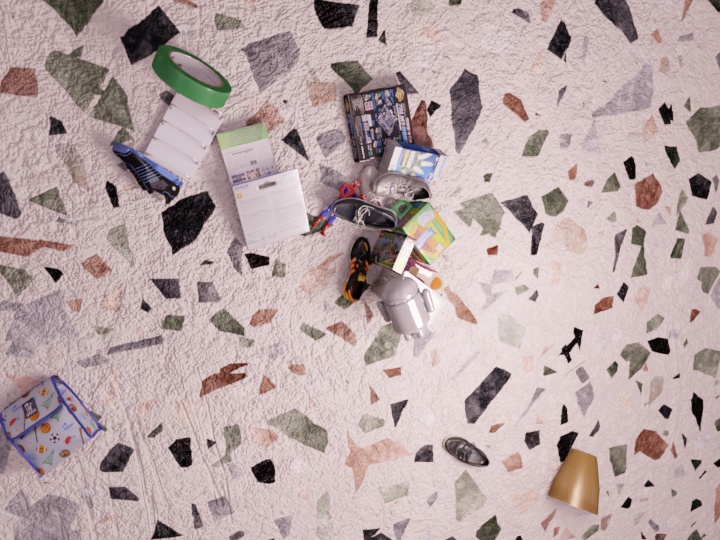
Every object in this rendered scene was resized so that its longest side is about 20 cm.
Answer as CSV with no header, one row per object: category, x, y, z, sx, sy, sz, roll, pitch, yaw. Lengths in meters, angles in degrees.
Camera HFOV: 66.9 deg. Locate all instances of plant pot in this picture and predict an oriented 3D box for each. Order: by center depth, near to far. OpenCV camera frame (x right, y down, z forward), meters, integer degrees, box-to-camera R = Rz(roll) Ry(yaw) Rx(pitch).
plant pot,0.837,0.799,2.091,0.184,0.186,0.203,25,77,-22

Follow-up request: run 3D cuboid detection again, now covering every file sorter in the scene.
file sorter,-0.464,-0.356,1.438,0.137,0.124,0.203,28,89,-21

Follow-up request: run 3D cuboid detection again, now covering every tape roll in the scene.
tape roll,-0.427,-0.493,1.389,0.198,0.202,0.048,27,117,-22

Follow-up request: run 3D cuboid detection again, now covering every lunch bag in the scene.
lunch bag,-0.820,0.403,1.437,0.169,0.124,0.202,-35,95,-11

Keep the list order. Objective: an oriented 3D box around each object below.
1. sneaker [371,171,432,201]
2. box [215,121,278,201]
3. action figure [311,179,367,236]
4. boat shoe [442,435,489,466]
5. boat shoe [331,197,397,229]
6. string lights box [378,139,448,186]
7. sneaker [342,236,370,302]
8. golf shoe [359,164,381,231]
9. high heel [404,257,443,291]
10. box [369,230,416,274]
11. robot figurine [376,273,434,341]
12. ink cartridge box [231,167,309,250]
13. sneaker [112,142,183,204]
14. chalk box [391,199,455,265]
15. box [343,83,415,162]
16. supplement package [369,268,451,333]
sneaker,0.129,-0.245,1.624,0.196,0.082,0.076,-5,126,-25
box,-0.314,-0.304,1.551,0.142,0.036,0.204,-18,106,-17
action figure,-0.056,-0.195,1.633,0.065,0.099,0.201,41,82,-22
boat shoe,0.383,0.653,1.946,0.198,0.066,0.075,36,86,-21
boat shoe,0.012,-0.158,1.591,0.196,0.062,0.076,16,115,-8
string lights box,0.162,-0.329,1.676,0.196,0.059,0.104,3,122,-29
sneaker,0.000,0.000,1.685,0.069,0.090,0.204,11,95,-21
golf shoe,0.040,-0.220,1.665,0.074,0.091,0.205,-5,99,-17
high heel,0.192,0.008,1.790,0.198,0.096,0.068,20,105,-41
box,0.093,-0.060,1.651,0.034,0.200,0.112,24,90,-21
robot figurine,0.129,0.102,1.570,0.167,0.113,0.203,-16,109,21
ink cartridge box,-0.256,-0.180,1.564,0.193,0.043,0.203,-18,119,-16
sneaker,-0.572,-0.256,1.444,0.198,0.070,0.079,33,82,-22
chalk box,0.178,-0.137,1.711,0.125,0.124,0.201,-44,110,-9
box,0.060,-0.447,1.656,0.195,0.050,0.204,-17,106,-19
supplement package,0.156,0.085,1.721,0.198,0.155,0.112,34,88,-22
